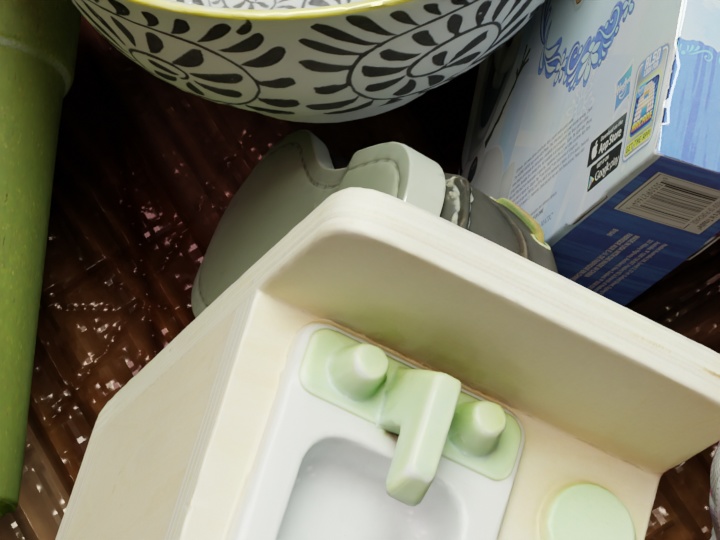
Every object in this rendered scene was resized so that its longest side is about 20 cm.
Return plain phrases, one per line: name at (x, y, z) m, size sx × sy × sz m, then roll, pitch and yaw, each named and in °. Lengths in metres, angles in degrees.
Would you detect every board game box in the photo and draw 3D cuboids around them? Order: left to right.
board game box at (0.086, -0.088, 0.915) m, size 0.043 × 0.200 × 0.200 m, roll 16°, pitch 70°, yaw -13°

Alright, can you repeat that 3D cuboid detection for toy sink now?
toy sink at (0.000, 0.082, 0.832) m, size 0.130 × 0.200 × 0.112 m, roll 25°, pitch 62°, yaw -15°

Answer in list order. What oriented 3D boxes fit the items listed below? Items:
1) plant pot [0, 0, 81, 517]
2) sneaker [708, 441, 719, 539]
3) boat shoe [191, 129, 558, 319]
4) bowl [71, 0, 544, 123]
plant pot at (-0.174, -0.011, 0.963) m, size 0.199 × 0.200 × 0.191 m, roll -7°, pitch 77°, yaw 11°
sneaker at (0.172, 0.022, 0.902) m, size 0.081 × 0.088 × 0.200 m, roll 27°, pitch 76°, yaw 23°
boat shoe at (0.000, 0.000, 0.921) m, size 0.060 × 0.201 × 0.072 m, roll 26°, pitch 85°, yaw -17°
bowl at (-0.012, -0.109, 0.925) m, size 0.200 × 0.094 × 0.201 m, roll -3°, pitch 45°, yaw 3°
